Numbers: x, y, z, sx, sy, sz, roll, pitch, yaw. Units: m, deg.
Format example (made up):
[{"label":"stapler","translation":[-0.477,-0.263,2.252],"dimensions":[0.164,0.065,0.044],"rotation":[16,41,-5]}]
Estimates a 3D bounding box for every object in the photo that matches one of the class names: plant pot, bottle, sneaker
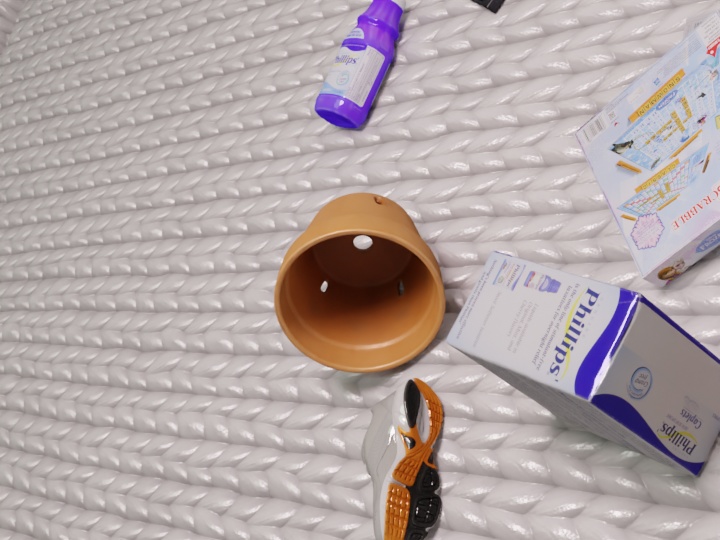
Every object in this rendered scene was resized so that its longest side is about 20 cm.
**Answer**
[{"label":"plant pot","translation":[0.000,0.000,1.472],"dimensions":[0.200,0.200,0.141],"rotation":[-40,25,24]},{"label":"bottle","translation":[0.005,-0.303,1.762],"dimensions":[0.083,0.065,0.202],"rotation":[14,77,53]},{"label":"sneaker","translation":[0.038,0.224,1.370],"dimensions":[0.092,0.075,0.202],"rotation":[-31,37,43]}]

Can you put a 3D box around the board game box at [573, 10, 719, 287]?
[{"label":"board game box","translation":[0.330,-0.122,1.240],"dimensions":[0.200,0.041,0.201],"rotation":[-41,49,31]}]

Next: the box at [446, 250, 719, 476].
[{"label":"box","translation":[0.216,0.084,1.152],"dimensions":[0.199,0.183,0.106],"rotation":[21,80,53]}]

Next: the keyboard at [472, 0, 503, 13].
[{"label":"keyboard","translation":[0.213,-0.439,1.633],"dimensions":[0.201,0.039,0.104],"rotation":[-55,36,7]}]

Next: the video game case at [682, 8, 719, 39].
[{"label":"video game case","translation":[0.408,-0.199,1.255],"dimensions":[0.199,0.023,0.184],"rotation":[-7,61,46]}]
